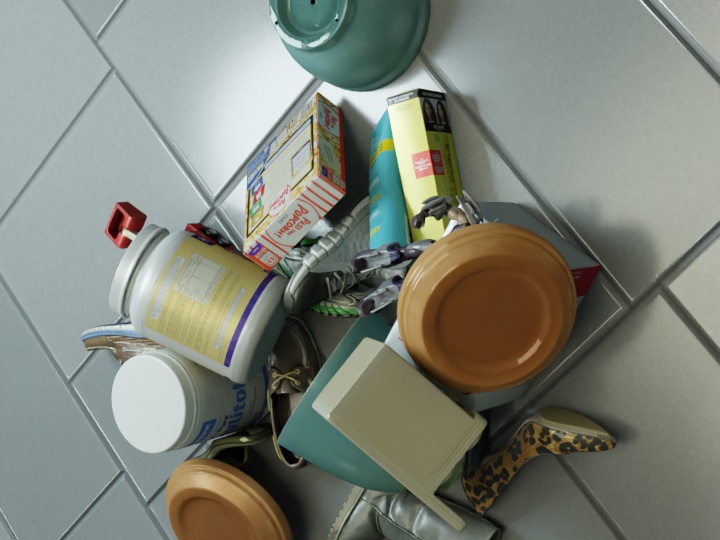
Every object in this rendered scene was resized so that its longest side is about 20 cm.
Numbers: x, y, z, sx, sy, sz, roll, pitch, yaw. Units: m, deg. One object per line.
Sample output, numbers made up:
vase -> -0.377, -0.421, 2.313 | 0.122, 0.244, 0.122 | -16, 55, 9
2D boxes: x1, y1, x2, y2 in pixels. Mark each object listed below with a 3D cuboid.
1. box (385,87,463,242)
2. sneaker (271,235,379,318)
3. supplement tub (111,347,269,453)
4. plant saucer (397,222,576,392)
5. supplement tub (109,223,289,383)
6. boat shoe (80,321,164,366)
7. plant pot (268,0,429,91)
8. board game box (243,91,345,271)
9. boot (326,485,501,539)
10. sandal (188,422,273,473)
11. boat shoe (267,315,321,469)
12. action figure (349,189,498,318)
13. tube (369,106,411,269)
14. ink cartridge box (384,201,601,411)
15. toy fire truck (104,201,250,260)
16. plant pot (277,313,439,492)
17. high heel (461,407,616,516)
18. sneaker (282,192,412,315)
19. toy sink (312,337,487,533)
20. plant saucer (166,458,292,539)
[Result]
box -> 0.085, -0.119, 1.645 | 0.050, 0.075, 0.202 | -12, 85, 30
sneaker -> -0.053, 0.004, 1.733 | 0.199, 0.078, 0.086 | 26, 104, 29
supplement tub -> -0.217, 0.161, 1.768 | 0.131, 0.199, 0.134 | 4, 98, 31
plant saucer -> 0.139, 0.047, 1.440 | 0.198, 0.038, 0.202 | -2, 114, -5
supplement tub -> -0.200, 0.039, 1.685 | 0.198, 0.145, 0.147 | 26, 106, 7
boat shoe -> -0.317, 0.109, 1.906 | 0.198, 0.072, 0.073 | -7, 90, 32
plant pot -> -0.031, -0.330, 1.674 | 0.198, 0.134, 0.203 | 2, 94, 32
board game box -> -0.085, -0.116, 1.696 | 0.151, 0.046, 0.201 | -44, 27, 26
boot -> 0.063, 0.352, 1.689 | 0.199, 0.072, 0.183 | 30, 109, 20
sandal -> -0.177, 0.258, 1.816 | 0.201, 0.079, 0.058 | -38, 73, 45
boat shoe -> -0.090, 0.161, 1.763 | 0.071, 0.059, 0.203 | -4, 91, 11
action figure -> 0.082, -0.011, 1.482 | 0.199, 0.069, 0.131 | -21, 87, 34
tube -> 0.032, -0.101, 1.653 | 0.077, 0.050, 0.202 | 133, 140, -54
ink cartridge box -> 0.154, 0.041, 1.566 | 0.145, 0.144, 0.201 | 37, 111, 25
toy fire truck -> -0.234, -0.023, 1.808 | 0.199, 0.141, 0.049 | 36, 109, 26
plant pot -> 0.019, 0.174, 1.632 | 0.160, 0.201, 0.202 | 34, 110, 6
high heel -> 0.211, 0.237, 1.589 | 0.198, 0.071, 0.144 | 7, 102, 34
sneaker -> 0.000, 0.000, 1.659 | 0.115, 0.075, 0.200 | 35, 68, 15
toy sink -> 0.061, 0.176, 1.483 | 0.200, 0.130, 0.112 | 41, 84, -7
plant saucer -> -0.183, 0.344, 1.794 | 0.198, 0.037, 0.202 | 18, 128, 24
